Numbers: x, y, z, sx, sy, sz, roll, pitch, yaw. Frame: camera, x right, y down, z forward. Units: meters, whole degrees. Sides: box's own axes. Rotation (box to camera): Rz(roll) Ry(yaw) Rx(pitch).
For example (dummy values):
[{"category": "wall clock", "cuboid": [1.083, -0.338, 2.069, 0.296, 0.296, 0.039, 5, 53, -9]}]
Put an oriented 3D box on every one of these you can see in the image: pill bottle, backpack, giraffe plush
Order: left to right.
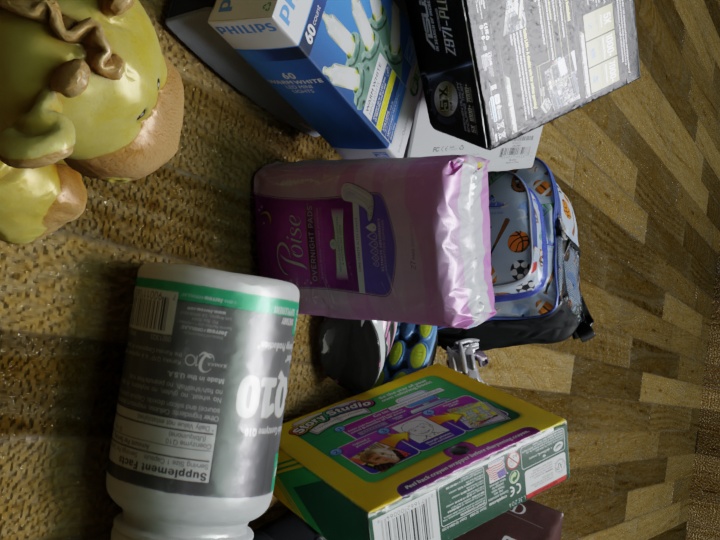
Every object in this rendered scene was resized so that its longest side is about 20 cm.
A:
[{"category": "giraffe plush", "cuboid": [-0.154, -0.099, 0.437, 0.199, 0.160, 0.176, 7, 89, -59]}, {"category": "pill bottle", "cuboid": [-0.108, 0.102, 0.596, 0.112, 0.111, 0.204, 13, 85, -58]}, {"category": "backpack", "cuboid": [0.138, -0.025, 0.932, 0.154, 0.196, 0.194, 51, 40, -51]}]

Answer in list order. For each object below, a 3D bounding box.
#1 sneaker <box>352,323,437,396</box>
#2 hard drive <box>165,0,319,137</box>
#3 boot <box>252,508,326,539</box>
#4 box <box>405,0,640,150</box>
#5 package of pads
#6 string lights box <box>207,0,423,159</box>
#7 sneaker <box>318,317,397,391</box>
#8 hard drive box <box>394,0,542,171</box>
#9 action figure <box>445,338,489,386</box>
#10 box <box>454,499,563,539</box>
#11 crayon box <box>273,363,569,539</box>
[{"category": "sneaker", "cuboid": [0.032, 0.140, 0.883, 0.082, 0.070, 0.203, 21, 83, -62]}, {"category": "hard drive", "cuboid": [-0.061, -0.199, 0.690, 0.199, 0.042, 0.137, 29, 70, -57]}, {"category": "boot", "cuboid": [0.000, 0.268, 0.752, 0.167, 0.200, 0.077, -22, 154, -52]}, {"category": "box", "cuboid": [0.122, -0.223, 0.689, 0.162, 0.086, 0.203, -27, 120, -19]}, {"category": "package of pads", "cuboid": [0.008, -0.025, 0.684, 0.075, 0.197, 0.123, -12, 102, -51]}, {"category": "string lights box", "cuboid": [-0.022, -0.171, 0.660, 0.200, 0.058, 0.105, 38, 63, -56]}, {"category": "sneaker", "cuboid": [0.000, 0.000, 0.811, 0.086, 0.079, 0.204, -36, 133, -65]}, {"category": "hard drive box", "cuboid": [0.102, -0.195, 0.811, 0.153, 0.077, 0.203, -8, 126, -28]}, {"category": "action figure", "cuboid": [0.105, 0.139, 0.910, 0.200, 0.068, 0.133, 123, -31, -73]}, {"category": "box", "cuboid": [0.087, 0.334, 0.885, 0.200, 0.163, 0.167, -42, 140, -48]}, {"category": "crayon box", "cuboid": [0.041, 0.153, 0.733, 0.197, 0.172, 0.059, -16, 108, -30]}]
